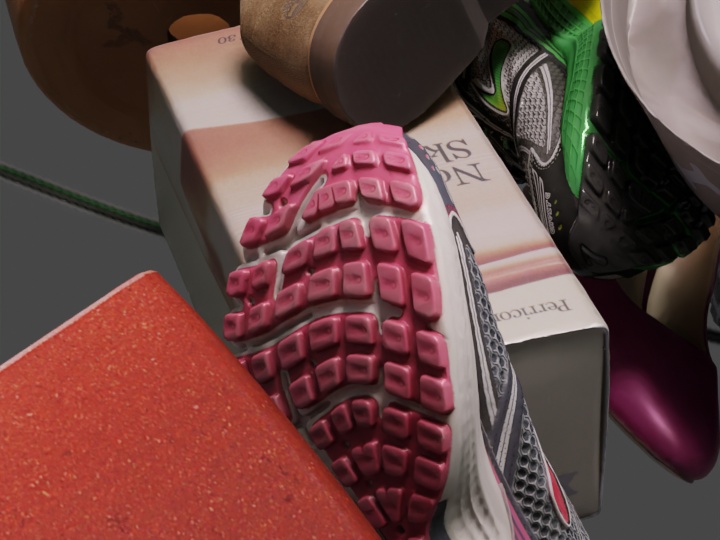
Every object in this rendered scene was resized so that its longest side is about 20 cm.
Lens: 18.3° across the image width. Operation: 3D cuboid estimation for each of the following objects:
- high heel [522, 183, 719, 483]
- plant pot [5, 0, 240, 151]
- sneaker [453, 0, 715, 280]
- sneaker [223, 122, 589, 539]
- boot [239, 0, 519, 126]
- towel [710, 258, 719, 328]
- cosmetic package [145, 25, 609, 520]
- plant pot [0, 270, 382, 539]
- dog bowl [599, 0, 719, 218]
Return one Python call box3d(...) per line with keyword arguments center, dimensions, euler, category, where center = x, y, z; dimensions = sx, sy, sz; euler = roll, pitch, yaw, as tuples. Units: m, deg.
box3d(center=(0.115, -0.010, 0.810), dimensions=(0.067, 0.096, 0.200), euler=(37, 21, -31), category="high heel")
box3d(center=(-0.063, -0.140, 0.881), dimensions=(0.200, 0.200, 0.140), euler=(5, 52, -12), category="plant pot")
box3d(center=(0.071, -0.050, 0.803), dimensions=(0.085, 0.078, 0.200), euler=(-31, 24, 15), category="sneaker")
box3d(center=(0.020, 0.055, 0.635), dimensions=(0.081, 0.200, 0.075), euler=(-1, 18, 40), category="sneaker")
box3d(center=(0.040, -0.129, 0.782), dimensions=(0.200, 0.074, 0.075), euler=(-39, 39, -22), category="boot")
box3d(center=(0.218, -0.002, 0.785), dimensions=(0.086, 0.166, 0.200), euler=(-18, 44, -32), category="towel")
box3d(center=(0.000, 0.000, 0.760), dimensions=(0.103, 0.087, 0.200), euler=(-14, 41, -14), category="cosmetic package")
box3d(center=(-0.065, 0.158, 0.457), dimensions=(0.176, 0.200, 0.200), euler=(39, 40, 13), category="plant pot")
box3d(center=(0.179, -0.082, 0.712), dimensions=(0.200, 0.059, 0.200), euler=(-7, 53, 9), category="dog bowl")
